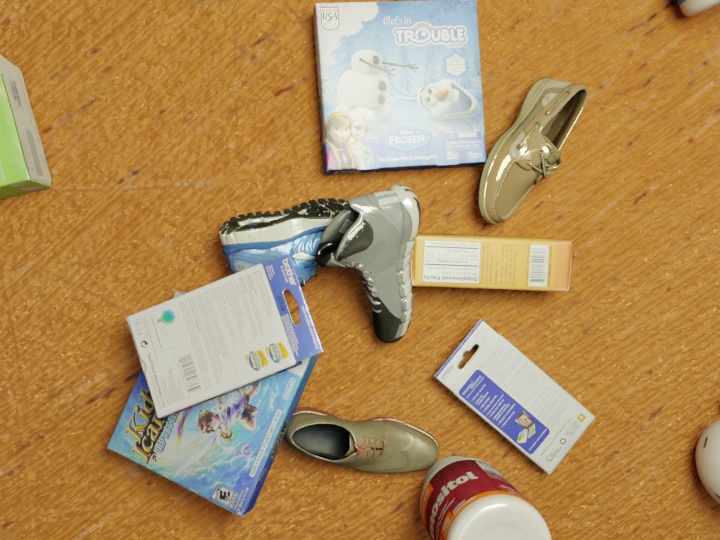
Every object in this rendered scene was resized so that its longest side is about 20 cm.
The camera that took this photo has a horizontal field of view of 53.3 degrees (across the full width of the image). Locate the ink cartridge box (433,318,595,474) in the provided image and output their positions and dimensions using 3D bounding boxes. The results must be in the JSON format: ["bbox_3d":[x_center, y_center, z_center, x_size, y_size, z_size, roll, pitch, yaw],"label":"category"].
[{"bbox_3d":[0.193,0.158,0.907,0.200,0.037,0.095,41,87,-9],"label":"ink cartridge box"}]

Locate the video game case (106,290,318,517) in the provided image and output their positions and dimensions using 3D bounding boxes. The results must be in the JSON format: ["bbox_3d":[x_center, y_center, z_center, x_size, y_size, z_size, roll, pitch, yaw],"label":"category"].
[{"bbox_3d":[-0.171,0.151,0.832,0.181,0.045,0.201,23,88,11],"label":"video game case"}]

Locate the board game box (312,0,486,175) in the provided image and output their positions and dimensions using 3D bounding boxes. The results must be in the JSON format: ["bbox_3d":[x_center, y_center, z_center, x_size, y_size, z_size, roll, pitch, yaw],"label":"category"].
[{"bbox_3d":[0.048,-0.223,0.877,0.199,0.043,0.200,-5,91,-8],"label":"board game box"}]

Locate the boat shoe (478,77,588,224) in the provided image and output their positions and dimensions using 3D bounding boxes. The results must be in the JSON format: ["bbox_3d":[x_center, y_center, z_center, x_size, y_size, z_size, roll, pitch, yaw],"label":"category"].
[{"bbox_3d":[0.210,-0.145,0.875,0.071,0.064,0.201,30,85,-45],"label":"boat shoe"}]

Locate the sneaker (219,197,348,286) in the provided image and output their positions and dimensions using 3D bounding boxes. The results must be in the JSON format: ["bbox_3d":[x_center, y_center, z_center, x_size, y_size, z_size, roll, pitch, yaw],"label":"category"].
[{"bbox_3d":[-0.065,-0.030,0.859,0.199,0.079,0.090,-10,115,-13],"label":"sneaker"}]

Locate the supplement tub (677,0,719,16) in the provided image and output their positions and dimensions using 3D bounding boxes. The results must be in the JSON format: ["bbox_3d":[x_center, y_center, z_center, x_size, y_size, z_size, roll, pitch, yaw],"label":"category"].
[{"bbox_3d":[0.420,-0.431,0.876,0.132,0.132,0.201,-27,95,-6],"label":"supplement tub"}]

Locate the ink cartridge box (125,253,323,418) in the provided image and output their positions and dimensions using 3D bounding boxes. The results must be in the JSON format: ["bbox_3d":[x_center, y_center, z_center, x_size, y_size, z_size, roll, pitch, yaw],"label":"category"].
[{"bbox_3d":[-0.147,0.072,0.794,0.199,0.042,0.120,-22,79,7],"label":"ink cartridge box"}]

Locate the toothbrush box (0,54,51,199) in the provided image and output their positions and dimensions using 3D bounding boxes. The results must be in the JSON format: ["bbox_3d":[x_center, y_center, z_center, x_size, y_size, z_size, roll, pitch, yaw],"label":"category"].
[{"bbox_3d":[-0.470,-0.143,0.793,0.199,0.086,0.146,-14,93,-5],"label":"toothbrush box"}]

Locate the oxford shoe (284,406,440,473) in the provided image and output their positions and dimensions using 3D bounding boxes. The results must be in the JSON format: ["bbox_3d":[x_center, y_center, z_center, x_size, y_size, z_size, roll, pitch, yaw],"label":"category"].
[{"bbox_3d":[0.003,0.214,0.864,0.199,0.075,0.071,8,90,-7],"label":"oxford shoe"}]

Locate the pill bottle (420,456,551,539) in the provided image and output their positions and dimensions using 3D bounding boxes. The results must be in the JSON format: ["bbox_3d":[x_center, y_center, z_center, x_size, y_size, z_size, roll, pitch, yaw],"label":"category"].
[{"bbox_3d":[0.131,0.282,0.818,0.112,0.200,0.114,0,91,-7],"label":"pill bottle"}]

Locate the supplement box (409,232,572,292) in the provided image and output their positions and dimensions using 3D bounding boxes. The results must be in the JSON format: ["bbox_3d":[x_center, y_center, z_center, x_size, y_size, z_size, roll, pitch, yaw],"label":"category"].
[{"bbox_3d":[0.153,-0.011,0.883,0.199,0.067,0.069,4,94,-7],"label":"supplement box"}]

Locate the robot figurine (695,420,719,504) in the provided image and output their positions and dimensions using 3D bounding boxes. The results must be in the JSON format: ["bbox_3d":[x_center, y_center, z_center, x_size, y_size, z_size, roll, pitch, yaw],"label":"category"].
[{"bbox_3d":[0.529,0.240,0.909,0.199,0.150,0.125,-6,121,-8],"label":"robot figurine"}]

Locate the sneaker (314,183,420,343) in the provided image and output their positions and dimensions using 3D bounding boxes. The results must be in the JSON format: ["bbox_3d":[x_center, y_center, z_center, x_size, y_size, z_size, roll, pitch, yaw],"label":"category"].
[{"bbox_3d":[0.000,0.000,0.827,0.115,0.075,0.201,-10,118,-25],"label":"sneaker"}]
